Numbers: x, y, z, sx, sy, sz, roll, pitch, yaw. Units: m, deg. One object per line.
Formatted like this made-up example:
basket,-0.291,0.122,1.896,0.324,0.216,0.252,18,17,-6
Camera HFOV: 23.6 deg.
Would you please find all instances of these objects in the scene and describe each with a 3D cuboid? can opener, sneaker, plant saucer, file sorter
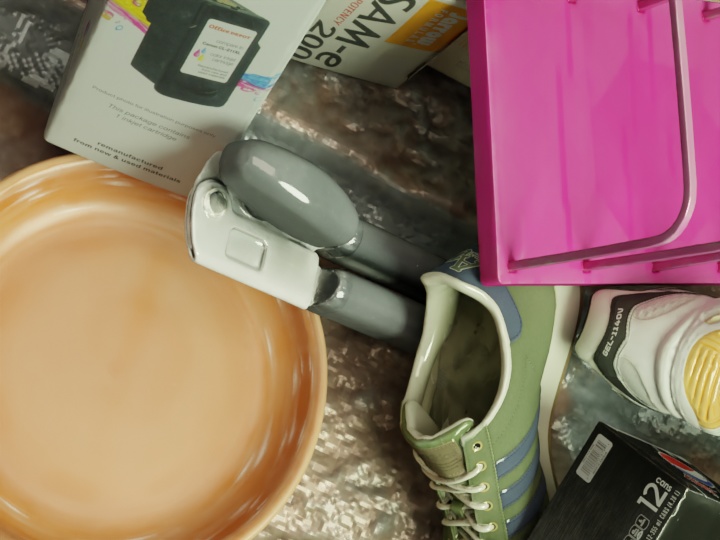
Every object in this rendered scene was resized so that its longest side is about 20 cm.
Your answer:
can opener,0.000,0.000,0.803,0.199,0.066,0.053,27,70,-41
sneaker,0.049,0.084,0.800,0.090,0.067,0.202,0,97,-49
plant saucer,-0.114,0.046,0.799,0.199,0.037,0.202,4,76,-18
sneaker,0.170,0.039,0.850,0.087,0.200,0.076,20,89,29
file sorter,0.165,-0.068,0.775,0.199,0.125,0.140,0,85,-37

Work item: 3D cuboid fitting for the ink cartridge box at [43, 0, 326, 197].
ink cartridge box,-0.061,-0.150,0.754,0.082,0.200,0.147,20,55,-14

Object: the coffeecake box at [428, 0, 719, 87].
coffeecake box,0.142,-0.171,0.914,0.153,0.073,0.201,26,71,-14

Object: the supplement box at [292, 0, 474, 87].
supplement box,0.024,-0.208,0.853,0.073,0.126,0.201,14,74,-17

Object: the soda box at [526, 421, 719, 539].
soda box,0.095,0.174,0.778,0.071,0.063,0.201,25,99,-41
